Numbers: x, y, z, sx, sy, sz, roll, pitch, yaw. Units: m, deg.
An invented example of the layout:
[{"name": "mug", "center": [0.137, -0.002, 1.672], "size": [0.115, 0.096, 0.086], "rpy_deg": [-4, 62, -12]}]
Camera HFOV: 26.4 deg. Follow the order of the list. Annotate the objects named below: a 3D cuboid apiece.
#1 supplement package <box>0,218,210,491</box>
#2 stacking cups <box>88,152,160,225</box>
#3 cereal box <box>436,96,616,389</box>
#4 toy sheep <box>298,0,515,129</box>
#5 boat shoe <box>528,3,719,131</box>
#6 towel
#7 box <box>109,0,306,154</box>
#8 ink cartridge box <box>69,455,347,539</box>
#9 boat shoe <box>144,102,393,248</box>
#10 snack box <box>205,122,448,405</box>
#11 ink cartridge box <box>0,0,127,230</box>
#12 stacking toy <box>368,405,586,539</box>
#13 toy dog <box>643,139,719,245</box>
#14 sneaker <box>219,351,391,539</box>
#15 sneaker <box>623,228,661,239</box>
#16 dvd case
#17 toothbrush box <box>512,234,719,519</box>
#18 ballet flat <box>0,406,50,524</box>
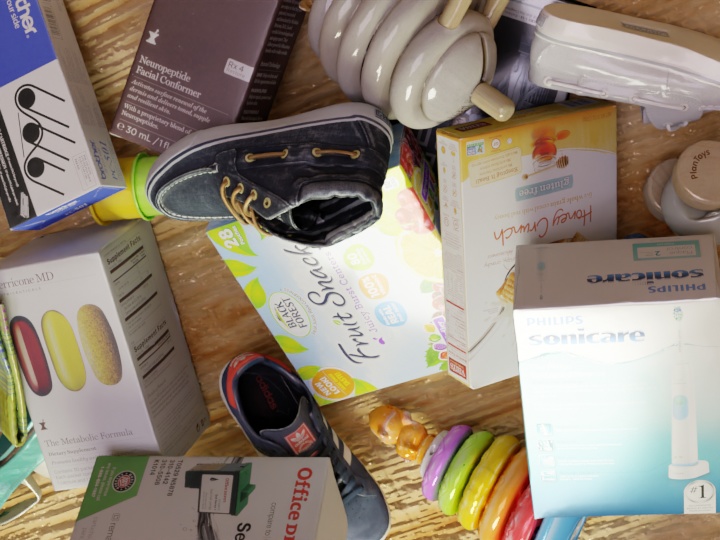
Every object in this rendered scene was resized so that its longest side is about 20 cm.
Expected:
[{"name": "supplement package", "center": [-0.221, 0.069, 1.306], "size": [0.114, 0.110, 0.200], "rpy_deg": [-11, 105, 18]}, {"name": "stacking cups", "center": [-0.124, -0.073, 1.257], "size": [0.200, 0.061, 0.061], "rpy_deg": [-4, 107, 16]}, {"name": "cereal box", "center": [0.130, -0.022, 1.171], "size": [0.144, 0.040, 0.200], "rpy_deg": [-15, 113, -26]}, {"name": "toy sheep", "center": [0.037, -0.173, 1.117], "size": [0.200, 0.138, 0.138], "rpy_deg": [43, 117, 29]}, {"name": "boat shoe", "center": [0.221, -0.139, 1.129], "size": [0.200, 0.072, 0.069], "rpy_deg": [12, 117, -5]}, {"name": "towel", "center": [-0.349, 0.061, 1.323], "size": [0.200, 0.023, 0.144], "rpy_deg": [23, 127, 46]}, {"name": "box", "center": [-0.108, -0.180, 1.187], "size": [0.100, 0.075, 0.200], "rpy_deg": [22, 99, 13]}, {"name": "ink cartridge box", "center": [-0.120, 0.223, 1.210], "size": [0.200, 0.146, 0.084], "rpy_deg": [-2, 131, 10]}, {"name": "boat shoe", "center": [-0.073, -0.057, 1.105], "size": [0.200, 0.091, 0.071], "rpy_deg": [-14, 135, 22]}, {"name": "snack box", "center": [0.000, 0.000, 1.214], "size": [0.168, 0.068, 0.200], "rpy_deg": [-17, 124, 19]}, {"name": "ink cartridge box", "center": [-0.268, -0.142, 1.249], "size": [0.094, 0.044, 0.200], "rpy_deg": [-23, 82, 21]}, {"name": "stacking toy", "center": [0.091, 0.168, 1.272], "size": [0.200, 0.116, 0.110], "rpy_deg": [27, 115, 17]}, {"name": "toy dog", "center": [0.301, -0.028, 1.134], "size": [0.200, 0.132, 0.096], "rpy_deg": [11, 82, 20]}, {"name": "sneaker", "center": [-0.047, 0.151, 1.280], "size": [0.075, 0.085, 0.200], "rpy_deg": [-41, 86, -14]}, {"name": "sneaker", "center": [0.258, 0.060, 1.195], "size": [0.088, 0.075, 0.200], "rpy_deg": [-41, 94, 24]}, {"name": "dvd case", "center": [0.083, -0.133, 1.202], "size": [0.150, 0.025, 0.200], "rpy_deg": [19, 112, 8]}, {"name": "toothbrush box", "center": [0.191, 0.080, 1.127], "size": [0.146, 0.085, 0.200], "rpy_deg": [-4, 125, 10]}, {"name": "ballet flat", "center": [-0.311, 0.177, 1.401], "size": [0.070, 0.067, 0.200], "rpy_deg": [33, 116, -25]}]
